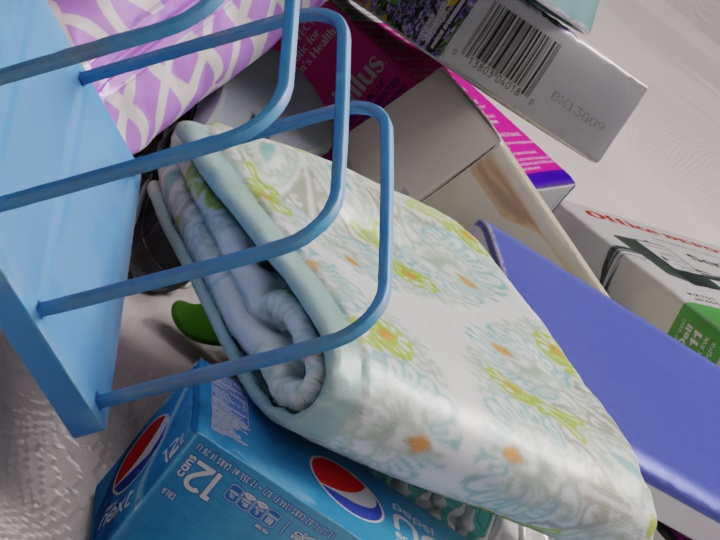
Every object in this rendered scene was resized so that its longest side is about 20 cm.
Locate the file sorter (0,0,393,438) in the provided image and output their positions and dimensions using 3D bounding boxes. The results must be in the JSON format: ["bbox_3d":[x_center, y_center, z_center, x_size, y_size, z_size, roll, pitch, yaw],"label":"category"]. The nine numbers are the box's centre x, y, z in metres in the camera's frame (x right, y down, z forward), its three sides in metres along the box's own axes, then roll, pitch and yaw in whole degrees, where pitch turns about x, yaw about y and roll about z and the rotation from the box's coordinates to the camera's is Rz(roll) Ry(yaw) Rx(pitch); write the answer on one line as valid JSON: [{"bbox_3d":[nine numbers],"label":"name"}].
[{"bbox_3d":[-0.077,-0.071,0.734,0.139,0.122,0.200,-88,159,-47],"label":"file sorter"}]

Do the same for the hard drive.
[{"bbox_3d":[0.133,0.066,1.028,0.200,0.025,0.132,30,28,-32],"label":"hard drive"}]

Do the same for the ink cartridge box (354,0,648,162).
[{"bbox_3d":[0.056,-0.129,1.150,0.109,0.050,0.200,31,8,-28],"label":"ink cartridge box"}]

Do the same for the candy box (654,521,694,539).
[{"bbox_3d":[0.180,0.170,1.049,0.200,0.061,0.136,49,21,18],"label":"candy box"}]

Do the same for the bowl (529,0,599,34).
[{"bbox_3d":[0.055,-0.213,1.090,0.200,0.105,0.201,31,8,-5],"label":"bowl"}]

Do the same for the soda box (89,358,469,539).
[{"bbox_3d":[0.002,0.121,0.793,0.200,0.068,0.064,36,16,-15],"label":"soda box"}]

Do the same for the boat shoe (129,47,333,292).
[{"bbox_3d":[-0.065,-0.047,1.057,0.074,0.068,0.200,44,25,-17],"label":"boat shoe"}]

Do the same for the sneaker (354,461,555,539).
[{"bbox_3d":[0.027,0.105,0.914,0.200,0.078,0.091,28,4,-44],"label":"sneaker"}]

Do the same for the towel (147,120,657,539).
[{"bbox_3d":[0.014,0.021,0.863,0.171,0.048,0.200,22,22,-33],"label":"towel"}]

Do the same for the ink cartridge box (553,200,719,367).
[{"bbox_3d":[0.193,0.045,1.261,0.146,0.083,0.200,15,16,-31],"label":"ink cartridge box"}]

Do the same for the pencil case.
[{"bbox_3d":[-0.086,-0.112,0.995,0.085,0.200,0.084,0,-53,52],"label":"pencil case"}]

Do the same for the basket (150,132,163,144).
[{"bbox_3d":[-0.164,-0.146,1.117,0.200,0.149,0.143,39,50,-5],"label":"basket"}]

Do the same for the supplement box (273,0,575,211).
[{"bbox_3d":[0.005,-0.077,1.235,0.200,0.101,0.103,44,17,13],"label":"supplement box"}]

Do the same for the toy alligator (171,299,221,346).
[{"bbox_3d":[0.016,0.039,0.973,0.199,0.054,0.059,23,-11,-3],"label":"toy alligator"}]

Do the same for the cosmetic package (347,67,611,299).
[{"bbox_3d":[0.077,0.006,1.119,0.200,0.071,0.105,53,3,-32],"label":"cosmetic package"}]
